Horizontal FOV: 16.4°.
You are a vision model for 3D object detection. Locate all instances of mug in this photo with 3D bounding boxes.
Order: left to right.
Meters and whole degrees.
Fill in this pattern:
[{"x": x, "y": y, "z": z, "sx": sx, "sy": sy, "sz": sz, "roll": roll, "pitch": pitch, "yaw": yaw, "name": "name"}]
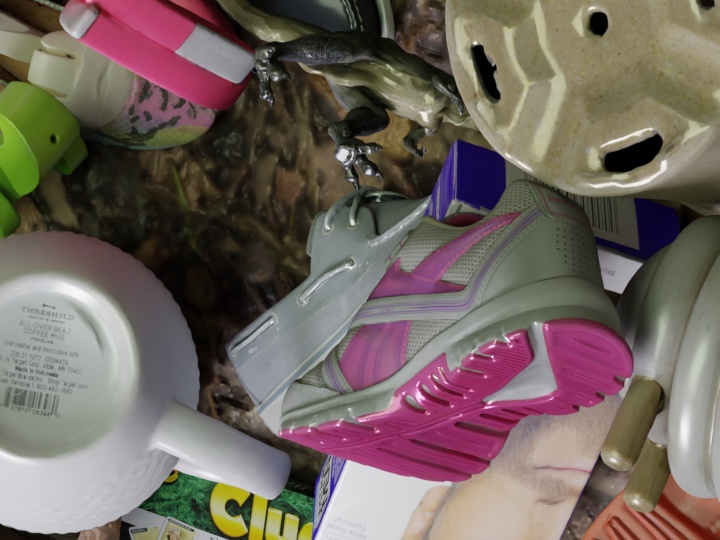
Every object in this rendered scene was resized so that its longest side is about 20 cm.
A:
[{"x": -0.127, "y": 0.063, "z": 1.208, "sx": 0.199, "sy": 0.175, "sz": 0.148, "roll": 24, "pitch": 82, "yaw": -2, "name": "mug"}]

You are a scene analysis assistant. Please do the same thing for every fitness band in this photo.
[{"x": -0.124, "y": -0.141, "z": 1.177, "sx": 0.037, "sy": 0.200, "sz": 0.144, "roll": -51, "pitch": 52, "yaw": 9, "name": "fitness band"}]

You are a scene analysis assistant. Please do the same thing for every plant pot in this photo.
[{"x": 0.135, "y": -0.105, "z": 1.022, "sx": 0.200, "sy": 0.183, "sz": 0.201, "roll": 6, "pitch": 100, "yaw": 34, "name": "plant pot"}]

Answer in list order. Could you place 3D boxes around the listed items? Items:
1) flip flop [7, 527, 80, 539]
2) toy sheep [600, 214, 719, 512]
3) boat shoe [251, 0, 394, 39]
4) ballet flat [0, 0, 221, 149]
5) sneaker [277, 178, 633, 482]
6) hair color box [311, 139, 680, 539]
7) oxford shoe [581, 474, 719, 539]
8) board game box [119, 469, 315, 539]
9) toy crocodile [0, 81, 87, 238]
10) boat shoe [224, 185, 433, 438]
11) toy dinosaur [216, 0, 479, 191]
[{"x": -0.212, "y": 0.067, "z": 1.356, "sx": 0.058, "sy": 0.081, "sz": 0.200, "roll": -46, "pitch": 71, "yaw": 10, "name": "flip flop"}, {"x": 0.166, "y": 0.041, "z": 1.000, "sx": 0.199, "sy": 0.138, "sz": 0.138, "roll": 19, "pitch": 108, "yaw": 21, "name": "toy sheep"}, {"x": -0.064, "y": -0.167, "z": 1.223, "sx": 0.200, "sy": 0.060, "sz": 0.076, "roll": 46, "pitch": 119, "yaw": 20, "name": "boat shoe"}, {"x": -0.165, "y": -0.113, "z": 1.292, "sx": 0.200, "sy": 0.071, "sz": 0.069, "roll": 25, "pitch": 99, "yaw": 29, "name": "ballet flat"}, {"x": 0.039, "y": 0.026, "z": 1.033, "sx": 0.200, "sy": 0.081, "sz": 0.089, "roll": -28, "pitch": 49, "yaw": 46, "name": "sneaker"}, {"x": 0.059, "y": 0.052, "z": 1.129, "sx": 0.109, "sy": 0.065, "sz": 0.201, "roll": 17, "pitch": 121, "yaw": -7, "name": "hair color box"}, {"x": 0.171, "y": 0.078, "z": 1.099, "sx": 0.200, "sy": 0.073, "sz": 0.071, "roll": -46, "pitch": 74, "yaw": 10, "name": "oxford shoe"}, {"x": -0.042, "y": 0.158, "z": 1.282, "sx": 0.199, "sy": 0.023, "sz": 0.105, "roll": 15, "pitch": 103, "yaw": 32, "name": "board game box"}, {"x": -0.196, "y": -0.059, "z": 1.289, "sx": 0.062, "sy": 0.068, "sz": 0.200, "roll": 49, "pitch": 162, "yaw": -18, "name": "toy crocodile"}, {"x": 0.000, "y": 0.000, "z": 1.197, "sx": 0.072, "sy": 0.070, "sz": 0.201, "roll": 50, "pitch": 124, "yaw": 9, "name": "boat shoe"}, {"x": -0.008, "y": -0.090, "z": 1.152, "sx": 0.199, "sy": 0.088, "sz": 0.048, "roll": 28, "pitch": 127, "yaw": 4, "name": "toy dinosaur"}]
